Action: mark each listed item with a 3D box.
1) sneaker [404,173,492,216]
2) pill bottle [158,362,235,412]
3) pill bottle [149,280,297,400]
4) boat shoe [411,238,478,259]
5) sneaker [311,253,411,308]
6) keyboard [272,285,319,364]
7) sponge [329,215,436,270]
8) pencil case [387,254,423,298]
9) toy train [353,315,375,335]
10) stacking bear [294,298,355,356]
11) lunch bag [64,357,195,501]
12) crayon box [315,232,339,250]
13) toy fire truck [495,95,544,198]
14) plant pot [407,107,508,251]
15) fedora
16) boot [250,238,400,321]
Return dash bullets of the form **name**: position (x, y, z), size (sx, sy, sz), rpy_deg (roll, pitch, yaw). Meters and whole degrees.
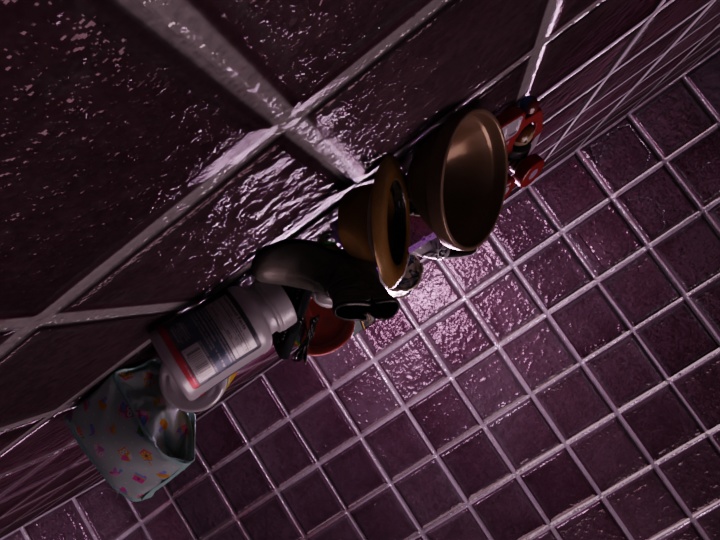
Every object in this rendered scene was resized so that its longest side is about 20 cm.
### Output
- **sneaker**: position (0.145, -0.127, 0.885), size (0.198, 0.078, 0.085), rpy_deg (-5, 173, 1)
- **pill bottle**: position (-0.279, 0.171, 0.940), size (0.111, 0.112, 0.200), rpy_deg (-34, -175, -1)
- **pill bottle**: position (-0.204, 0.095, 0.799), size (0.199, 0.120, 0.120), rpy_deg (-32, 173, -21)
- **boat shoe**: position (0.143, -0.050, 0.971), size (0.199, 0.069, 0.072), rpy_deg (4, 125, -42)
- **sneaker**: position (0.000, 0.000, 0.896), size (0.199, 0.075, 0.082), rpy_deg (-21, 158, -31)
- **keyboard**: position (-0.109, 0.073, 0.864), size (0.020, 0.127, 0.201), rpy_deg (-7, 133, -36)
- **sponge**: position (0.058, -0.078, 0.892), size (0.199, 0.112, 0.030), rpy_deg (-31, 159, -28)
- **pencil case**: position (0.083, 0.012, 1.068), size (0.089, 0.079, 0.200), rpy_deg (-15, 172, -2)
- **toy train**: position (-0.029, 0.049, 1.103), size (0.114, 0.200, 0.086), rpy_deg (-34, 138, -17)
- **stacking bear**: position (-0.101, 0.108, 1.029), size (0.113, 0.123, 0.200), rpy_deg (-1, 170, -27)
- **lunch bag**: position (-0.383, 0.282, 0.899), size (0.170, 0.201, 0.122), rpy_deg (-38, 172, 23)
- **crayon box**: position (-0.104, 0.007, 0.971), size (0.199, 0.051, 0.127), rpy_deg (-37, 172, 16)
- **toy fire truck**: position (0.265, -0.228, 0.949), size (0.199, 0.112, 0.168), rpy_deg (-33, 155, -21)
- **plant pot**: position (0.135, -0.136, 0.774), size (0.092, 0.203, 0.200), rpy_deg (14, -150, 39)
- **fedora**: position (0.018, -0.068, 0.745), size (0.081, 0.203, 0.200), rpy_deg (0, -177, 16)
- **boot**: position (-0.048, 0.018, 0.736), size (0.198, 0.131, 0.068), rpy_deg (2, 122, -23)
